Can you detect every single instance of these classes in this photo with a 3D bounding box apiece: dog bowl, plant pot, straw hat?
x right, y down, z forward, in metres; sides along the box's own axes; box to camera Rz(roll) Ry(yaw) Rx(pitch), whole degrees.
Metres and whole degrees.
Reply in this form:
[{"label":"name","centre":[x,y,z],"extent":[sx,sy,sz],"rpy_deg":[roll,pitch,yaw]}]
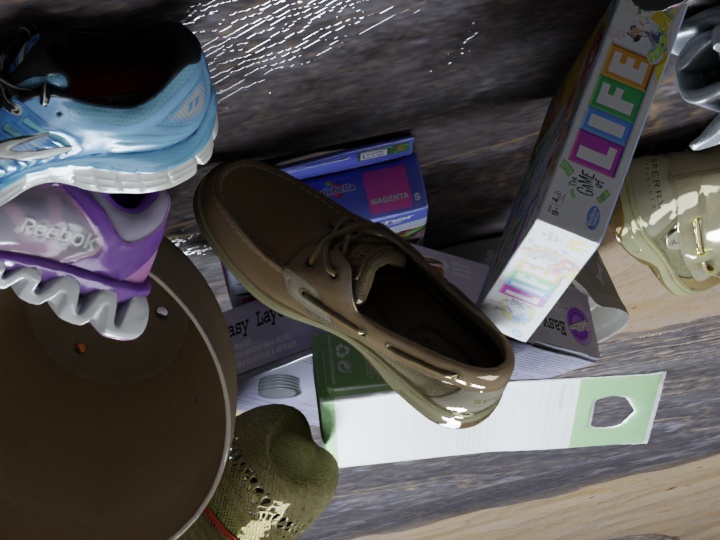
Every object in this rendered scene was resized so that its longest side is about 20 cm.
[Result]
[{"label":"dog bowl","centre":[0.077,0.027,1.996],"extent":[0.199,0.059,0.200],"rpy_deg":[-12,166,-3]},{"label":"plant pot","centre":[-0.154,0.044,1.624],"extent":[0.199,0.201,0.135],"rpy_deg":[-16,-161,17]},{"label":"straw hat","centre":[-0.059,0.123,1.740],"extent":[0.085,0.202,0.201],"rpy_deg":[-38,160,14]}]

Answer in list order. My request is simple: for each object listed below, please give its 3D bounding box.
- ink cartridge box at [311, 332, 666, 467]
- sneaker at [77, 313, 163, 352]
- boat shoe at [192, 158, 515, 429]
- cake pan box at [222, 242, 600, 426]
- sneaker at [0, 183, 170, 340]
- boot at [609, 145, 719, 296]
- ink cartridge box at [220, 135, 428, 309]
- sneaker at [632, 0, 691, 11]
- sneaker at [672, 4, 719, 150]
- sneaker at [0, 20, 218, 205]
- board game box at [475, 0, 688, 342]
[{"label":"ink cartridge box","centre":[0.073,0.070,1.759],"extent":[0.199,0.048,0.146],"rpy_deg":[-6,160,-1]},{"label":"sneaker","centre":[-0.165,0.074,1.936],"extent":[0.078,0.076,0.200],"rpy_deg":[-12,169,-16]},{"label":"boat shoe","centre":[0.000,0.000,1.583],"extent":[0.071,0.200,0.065],"rpy_deg":[-51,173,-28]},{"label":"cake pan box","centre":[0.020,0.047,1.825],"extent":[0.184,0.053,0.199],"rpy_deg":[-20,158,37]},{"label":"sneaker","centre":[-0.174,-0.038,1.454],"extent":[0.199,0.080,0.089],"rpy_deg":[20,105,-35]},{"label":"boot","centre":[0.247,-0.043,1.827],"extent":[0.155,0.073,0.200],"rpy_deg":[-14,162,20]},{"label":"ink cartridge box","centre":[-0.023,-0.024,1.724],"extent":[0.119,0.042,0.200],"rpy_deg":[-12,166,-4]},{"label":"sneaker","centre":[0.189,-0.174,1.249],"extent":[0.086,0.081,0.200],"rpy_deg":[-19,180,-33]},{"label":"sneaker","centre":[0.210,-0.094,1.578],"extent":[0.114,0.076,0.200],"rpy_deg":[-8,161,-15]},{"label":"sneaker","centre":[-0.160,-0.078,1.336],"extent":[0.199,0.079,0.090],"rpy_deg":[-12,149,-16]},{"label":"board game box","centre":[0.109,-0.052,1.523],"extent":[0.034,0.135,0.200],"rpy_deg":[21,163,-1]}]
